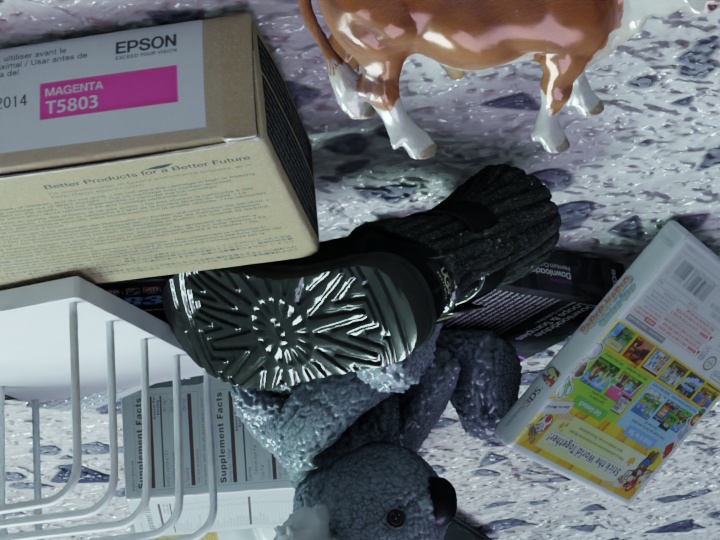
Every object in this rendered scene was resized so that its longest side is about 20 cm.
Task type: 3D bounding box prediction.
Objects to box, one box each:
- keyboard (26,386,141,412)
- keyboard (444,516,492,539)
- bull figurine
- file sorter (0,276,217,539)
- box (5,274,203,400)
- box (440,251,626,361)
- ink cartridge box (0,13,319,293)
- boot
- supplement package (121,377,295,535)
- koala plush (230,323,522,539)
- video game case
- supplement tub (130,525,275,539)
[{"bbox_3d":[-0.136,0.062,1.327,0.199,0.011,0.056,-24,152,36],"label":"keyboard"},{"bbox_3d":[0.043,0.258,1.963,0.126,0.021,0.200,-18,154,17],"label":"keyboard"},{"bbox_3d":[0.070,-0.117,0.951,0.198,0.065,0.122,2,126,5],"label":"bull figurine"},{"bbox_3d":[-0.182,0.097,1.203,0.138,0.126,0.200,-10,163,18],"label":"file sorter"},{"bbox_3d":[-0.201,0.029,1.304,0.198,0.050,0.199,-5,156,-4],"label":"box"},{"bbox_3d":[0.061,0.020,1.353,0.199,0.036,0.143,11,155,-31],"label":"box"},{"bbox_3d":[-0.133,-0.056,1.071,0.198,0.076,0.165,-7,158,7],"label":"ink cartridge box"},{"bbox_3d":[0.001,0.002,1.192,0.210,0.080,0.158,-1,-156,39],"label":"boot"},{"bbox_3d":[-0.073,0.124,1.483,0.198,0.110,0.114,-3,158,-4],"label":"supplement package"},{"bbox_3d":[0.002,0.137,1.318,0.182,0.202,0.177,-14,157,27],"label":"koala plush"},{"bbox_3d":[0.196,0.069,1.381,0.182,0.023,0.200,-51,146,7],"label":"video game case"},{"bbox_3d":[-0.085,0.217,1.666,0.144,0.146,0.199,12,153,-36],"label":"supplement tub"}]
